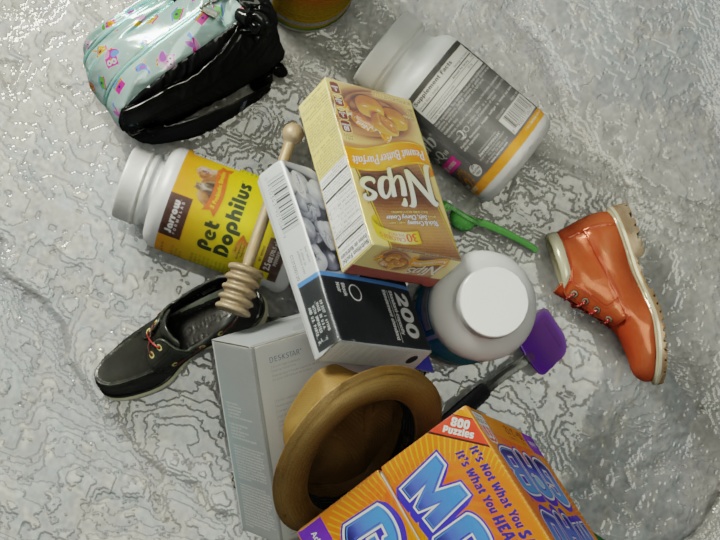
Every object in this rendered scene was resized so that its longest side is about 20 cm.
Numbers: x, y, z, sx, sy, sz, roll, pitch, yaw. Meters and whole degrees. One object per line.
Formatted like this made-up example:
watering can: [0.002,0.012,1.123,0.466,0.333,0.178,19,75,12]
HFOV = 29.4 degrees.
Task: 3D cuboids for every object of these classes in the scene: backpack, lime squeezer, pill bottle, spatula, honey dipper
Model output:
backpack: [-0.186,-0.225,1.433,0.199,0.167,0.127,-33,69,-6]
lime squeezer: [0.097,-0.042,1.497,0.198,0.038,0.071,-7,85,-9]
pill bottle: [0.097,-0.178,1.472,0.200,0.116,0.117,39,81,-1]
spatula: [0.149,0.118,1.476,0.200,0.021,0.057,-38,97,-19]
honey dipper: [-0.096,-0.053,1.368,0.038,0.038,0.202,19,80,-5]
pill bottle: [-0.154,-0.059,1.432,0.198,0.109,0.110,20,82,-4]
pill bottle: [-0.050,-0.327,1.425,0.110,0.200,0.112,1,84,-7]
pill bottle: [0.117,0.040,1.409,0.110,0.200,0.112,1,85,-7]

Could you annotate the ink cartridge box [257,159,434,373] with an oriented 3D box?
ink cartridge box: [0.000,0.000,1.360,0.043,0.199,0.200,-32,65,29]

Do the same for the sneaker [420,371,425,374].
sneaker: [0.031,0.091,1.462,0.077,0.078,0.202,-14,93,-15]

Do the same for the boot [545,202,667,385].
boot: [0.269,0.037,1.497,0.106,0.075,0.202,-16,78,-5]

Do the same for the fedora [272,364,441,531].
fedora: [-0.017,0.154,1.293,0.200,0.201,0.082,-36,50,-9]

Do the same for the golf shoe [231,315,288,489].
golf shoe: [-0.088,0.148,1.437,0.091,0.073,0.202,8,84,-6]

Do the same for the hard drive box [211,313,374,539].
hard drive box: [-0.053,0.150,1.384,0.155,0.077,0.202,-14,102,-35]

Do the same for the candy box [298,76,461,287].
candy box: [0.018,-0.087,1.353,0.115,0.055,0.201,9,52,-37]

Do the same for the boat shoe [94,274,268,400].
boat shoe: [-0.194,0.067,1.416,0.200,0.063,0.074,-28,60,9]

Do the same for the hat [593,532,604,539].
hat: [0.276,0.313,1.387,0.175,0.166,0.202,-14,106,28]

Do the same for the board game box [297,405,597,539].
board game box: [0.103,0.278,1.270,0.199,0.200,0.201,-38,64,11]
